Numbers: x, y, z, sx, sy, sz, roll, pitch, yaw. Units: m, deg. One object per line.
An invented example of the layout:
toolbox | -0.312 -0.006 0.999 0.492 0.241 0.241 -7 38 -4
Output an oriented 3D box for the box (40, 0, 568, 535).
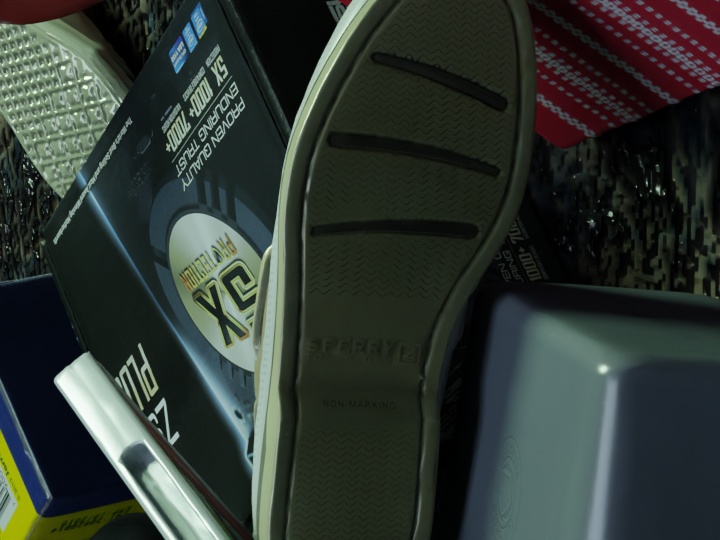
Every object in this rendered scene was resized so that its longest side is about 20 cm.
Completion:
box | -0.028 0.003 0.878 0.200 0.086 0.164 -49 60 51

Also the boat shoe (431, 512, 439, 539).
boat shoe | 0.043 0.185 0.837 0.062 0.071 0.201 -4 92 46

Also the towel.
towel | 0.063 -0.099 0.682 0.200 0.144 0.023 -20 44 57

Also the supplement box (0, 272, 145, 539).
supplement box | -0.139 0.096 1.054 0.110 0.108 0.200 62 143 24

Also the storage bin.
storage bin | 0.091 0.080 0.671 0.200 0.145 0.135 -141 55 -78

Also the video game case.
video game case | -0.020 0.121 0.749 0.200 0.017 0.143 47 174 47

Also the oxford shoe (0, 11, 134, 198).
oxford shoe | -0.132 -0.088 1.045 0.200 0.058 0.075 44 128 22

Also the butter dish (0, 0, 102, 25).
butter dish | -0.148 -0.161 0.901 0.200 0.148 0.200 47 155 -22

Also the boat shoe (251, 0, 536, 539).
boat shoe | 0.000 0.000 0.713 0.068 0.074 0.201 -143 66 -73

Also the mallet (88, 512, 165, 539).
mallet | -0.023 0.160 0.783 0.200 0.041 0.066 46 -178 5
